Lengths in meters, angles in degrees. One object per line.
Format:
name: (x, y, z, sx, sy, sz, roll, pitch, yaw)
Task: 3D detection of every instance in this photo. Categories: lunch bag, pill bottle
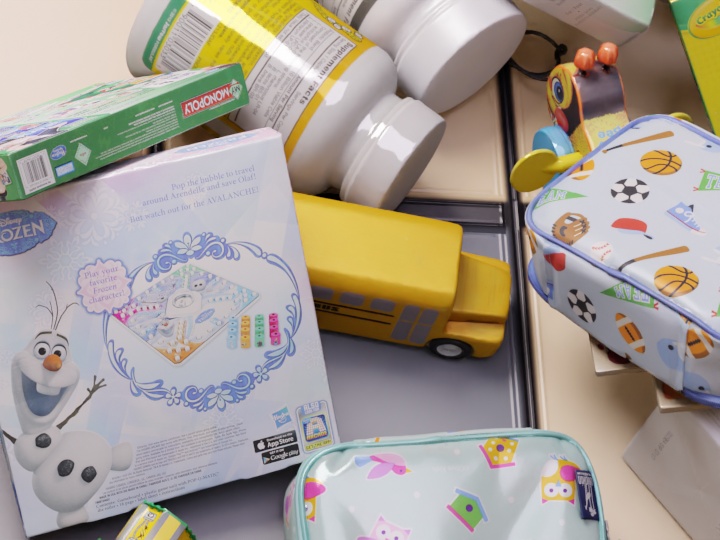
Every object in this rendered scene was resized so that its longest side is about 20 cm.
lunch bag: (0.057, 0.181, 1.046, 0.198, 0.077, 0.162, -2, 69, -10)
lunch bag: (0.209, -0.009, 1.061, 0.160, 0.076, 0.199, -34, 49, -26)
pill bottle: (-0.046, -0.121, 1.159, 0.199, 0.113, 0.113, 36, 63, 9)
pill bottle: (0.019, -0.214, 1.214, 0.113, 0.114, 0.200, -32, 73, -22)

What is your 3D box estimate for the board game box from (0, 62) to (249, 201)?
board game box: (-0.179, -0.082, 1.058, 0.199, 0.134, 0.029, -30, 110, -48)

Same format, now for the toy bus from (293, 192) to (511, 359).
toy bus: (0.000, 0.000, 1.127, 0.198, 0.078, 0.066, 11, 63, -4)

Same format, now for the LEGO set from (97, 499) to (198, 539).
LEGO set: (-0.115, 0.219, 0.949, 0.154, 0.200, 0.116, 41, 64, -12)

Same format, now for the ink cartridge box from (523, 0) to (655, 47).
ink cartridge box: (0.117, -0.261, 1.173, 0.199, 0.050, 0.162, 25, 64, -19)

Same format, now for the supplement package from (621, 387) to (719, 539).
supplement package: (0.284, 0.084, 1.116, 0.199, 0.114, 0.110, -34, 72, -22)

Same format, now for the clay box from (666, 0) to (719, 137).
clay box: (0.283, -0.135, 1.183, 0.114, 0.048, 0.202, -20, 103, 12)

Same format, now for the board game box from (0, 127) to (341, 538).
board game box: (-0.125, 0.035, 1.041, 0.198, 0.043, 0.201, -14, 106, -13)

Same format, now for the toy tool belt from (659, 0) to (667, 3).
toy tool belt: (0.304, -0.169, 1.241, 0.198, 0.125, 0.124, 14, 54, -2)

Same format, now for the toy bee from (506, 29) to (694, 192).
toy bee: (0.150, -0.097, 1.185, 0.131, 0.109, 0.200, -36, 75, -22)

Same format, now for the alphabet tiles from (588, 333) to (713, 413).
alphabet tiles: (0.237, 0.016, 1.086, 0.198, 0.006, 0.167, -6, 45, 3)
